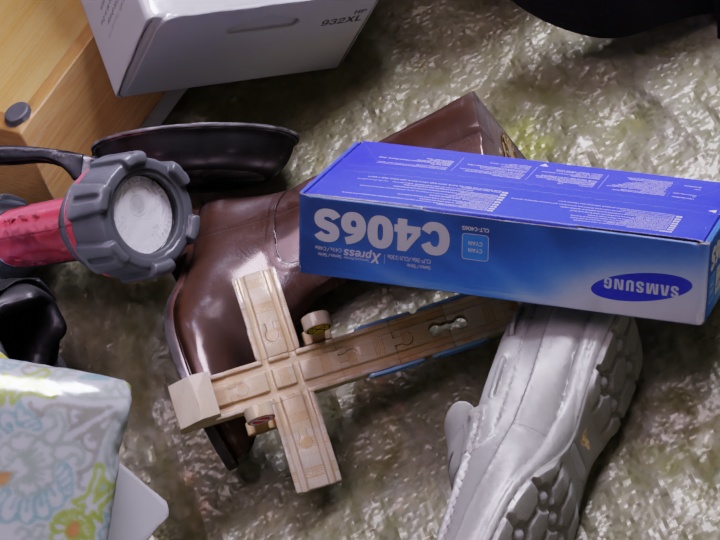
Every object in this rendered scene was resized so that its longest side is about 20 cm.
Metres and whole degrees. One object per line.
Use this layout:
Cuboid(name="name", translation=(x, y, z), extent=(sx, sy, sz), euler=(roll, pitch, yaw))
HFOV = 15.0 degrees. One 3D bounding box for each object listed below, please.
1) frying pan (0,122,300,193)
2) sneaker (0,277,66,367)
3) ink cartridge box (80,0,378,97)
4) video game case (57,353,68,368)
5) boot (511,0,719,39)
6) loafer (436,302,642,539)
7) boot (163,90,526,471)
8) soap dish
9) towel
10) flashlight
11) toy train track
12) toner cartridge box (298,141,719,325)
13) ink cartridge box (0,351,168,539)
Cuboid(name="frying pan", translation=(-0.125, -0.061, 1.483), extent=(0.189, 0.115, 0.031), euler=(-2, 82, -15))
Cuboid(name="sneaker", translation=(-0.226, 0.080, 1.427), extent=(0.111, 0.077, 0.200), euler=(-4, 42, 41))
Cuboid(name="ink cartridge box", translation=(-0.094, -0.208, 1.541), extent=(0.144, 0.084, 0.201), euler=(-10, 65, -26))
Cuboid(name="video game case", translation=(-0.232, 0.137, 1.449), extent=(0.199, 0.017, 0.143), euler=(-27, 42, 6))
Cuboid(name="boot", translation=(0.171, -0.220, 1.483), extent=(0.187, 0.069, 0.201), euler=(4, 52, 20))
Cuboid(name="loafer", translation=(0.069, 0.089, 1.275), extent=(0.069, 0.070, 0.200), euler=(5, 45, 30))
Cuboid(name="boot", translation=(0.000, 0.000, 1.411), extent=(0.199, 0.064, 0.187), euler=(-19, 46, 8))
Cuboid(name="soap dish", translation=(-0.179, -0.129, 1.617), extent=(0.157, 0.081, 0.200), euler=(15, 61, 39))
Cuboid(name="towel", translation=(-0.207, 0.136, 1.298), extent=(0.048, 0.170, 0.201), euler=(161, 119, -75))
Cuboid(name="flashlight", translation=(-0.167, -0.021, 1.477), extent=(0.199, 0.068, 0.068), euler=(-8, 43, 50))
Cuboid(name="toy train track", translation=(0.003, 0.037, 1.347), extent=(0.199, 0.033, 0.115), euler=(-17, 73, -6))
Cuboid(name="toner cartridge box", translation=(0.078, -0.020, 1.320), extent=(0.199, 0.043, 0.095), euler=(8, 21, 17))
Cuboid(name="ink cartridge box", translation=(-0.205, 0.096, 1.359), extent=(0.115, 0.200, 0.068), euler=(-49, 4, -12))
